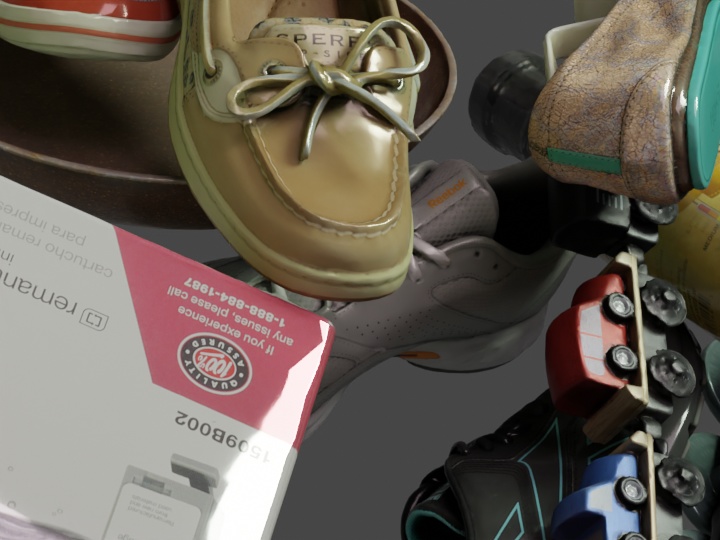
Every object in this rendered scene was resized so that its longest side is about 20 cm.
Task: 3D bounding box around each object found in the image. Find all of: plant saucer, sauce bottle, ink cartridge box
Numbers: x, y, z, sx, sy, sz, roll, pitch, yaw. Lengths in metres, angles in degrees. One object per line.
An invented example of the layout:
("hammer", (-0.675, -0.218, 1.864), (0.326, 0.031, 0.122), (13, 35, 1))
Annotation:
("plant saucer", (-0.067, -0.066, 0.865), (0.200, 0.035, 0.200), (6, 31, -4))
("sauce bottle", (0.107, -0.029, 0.907), (0.065, 0.065, 0.200), (-5, 27, -33))
("ink cartridge box", (-0.106, 0.085, 0.700), (0.146, 0.083, 0.200), (24, 55, -10))

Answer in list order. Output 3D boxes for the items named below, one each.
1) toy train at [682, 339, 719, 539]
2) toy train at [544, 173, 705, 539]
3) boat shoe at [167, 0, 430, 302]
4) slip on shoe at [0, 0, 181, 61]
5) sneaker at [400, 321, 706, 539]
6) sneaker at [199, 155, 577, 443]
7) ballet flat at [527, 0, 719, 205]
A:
("toy train", (0.174, 0.086, 0.891), (0.114, 0.085, 0.200), (38, 41, -14))
("toy train", (0.083, 0.028, 0.809), (0.046, 0.034, 0.201), (15, 54, -23))
("boat shoe", (-0.023, -0.079, 0.781), (0.073, 0.063, 0.200), (1, 50, -24))
("slip on shoe", (-0.097, -0.129, 0.874), (0.074, 0.061, 0.200), (5, 31, -8))
("sneaker", (0.063, 0.073, 0.837), (0.079, 0.075, 0.200), (26, 44, -4))
("sneaker", (0.000, 0.000, 0.849), (0.200, 0.092, 0.076), (-21, 66, -39))
("ballet flat", (0.100, -0.085, 0.844), (0.067, 0.068, 0.200), (0, 26, 20))
